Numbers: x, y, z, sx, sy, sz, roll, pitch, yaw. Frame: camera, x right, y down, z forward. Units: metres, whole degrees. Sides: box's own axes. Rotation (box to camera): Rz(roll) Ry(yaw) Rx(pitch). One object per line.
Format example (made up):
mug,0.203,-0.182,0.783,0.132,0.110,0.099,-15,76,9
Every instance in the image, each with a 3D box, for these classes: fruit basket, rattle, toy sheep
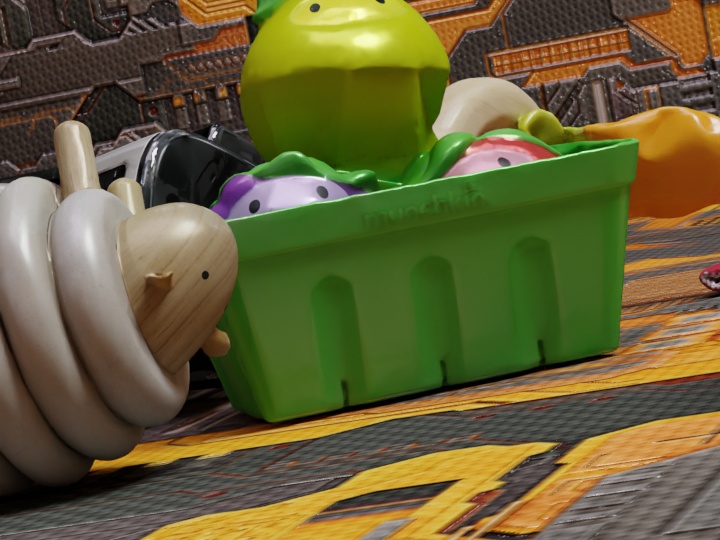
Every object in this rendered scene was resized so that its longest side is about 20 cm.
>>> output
fruit basket,0.007,-0.048,1.287,0.215,0.216,0.156,-11,4,-12
rattle,0.074,-0.025,1.394,0.143,0.130,0.200,19,11,31
toy sheep,-0.140,0.024,1.154,0.200,0.138,0.138,-22,1,13

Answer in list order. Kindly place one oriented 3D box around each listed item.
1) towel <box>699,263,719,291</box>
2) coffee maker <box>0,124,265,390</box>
towel,0.277,-0.021,1.474,0.144,0.023,0.200,-9,4,37
coffee maker,-0.129,0.000,1.445,0.200,0.135,0.192,-8,4,29
